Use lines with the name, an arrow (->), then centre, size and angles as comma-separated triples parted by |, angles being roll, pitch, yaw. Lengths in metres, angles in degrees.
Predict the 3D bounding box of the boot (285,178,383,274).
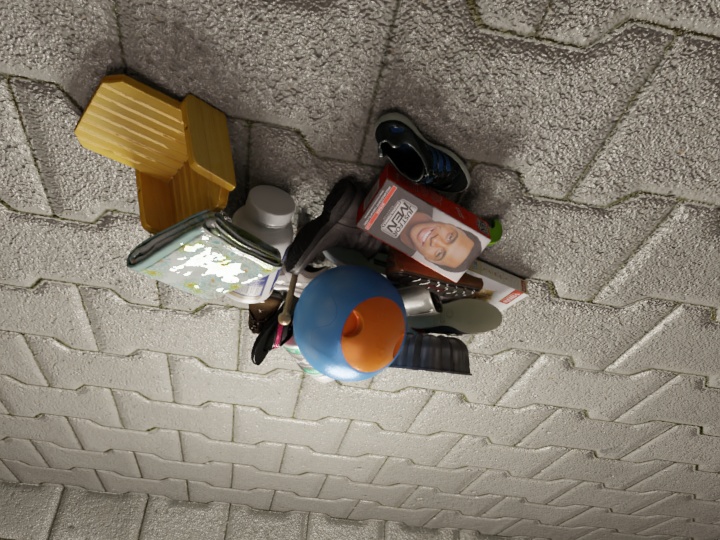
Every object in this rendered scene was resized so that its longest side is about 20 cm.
boot -> -0.030, -0.049, 1.110 | 0.131, 0.070, 0.200 | 30, 111, -31

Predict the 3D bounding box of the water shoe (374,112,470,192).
water shoe -> 0.093, -0.159, 0.986 | 0.199, 0.079, 0.071 | 30, 138, -32

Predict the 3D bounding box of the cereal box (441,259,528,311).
cereal box -> 0.216, 0.034, 1.285 | 0.199, 0.040, 0.144 | 21, 143, -23

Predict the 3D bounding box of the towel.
towel -> -0.247, -0.016, 1.027 | 0.199, 0.048, 0.171 | -21, 145, 30

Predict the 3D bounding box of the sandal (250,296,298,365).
sandal -> -0.161, 0.117, 1.326 | 0.045, 0.201, 0.075 | 35, 180, 16

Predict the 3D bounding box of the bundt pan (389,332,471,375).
bundt pan -> 0.130, 0.169, 1.305 | 0.200, 0.076, 0.202 | 6, 172, 1

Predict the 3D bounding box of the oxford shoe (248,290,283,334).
oxford shoe -> -0.201, 0.088, 1.329 | 0.072, 0.085, 0.200 | 9, 159, -1

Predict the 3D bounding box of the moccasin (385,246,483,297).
moccasin -> 0.135, 0.000, 1.145 | 0.200, 0.078, 0.074 | 14, 156, -20

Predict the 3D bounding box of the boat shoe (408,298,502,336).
boat shoe -> 0.191, 0.100, 1.290 | 0.199, 0.072, 0.063 | -4, 158, 24

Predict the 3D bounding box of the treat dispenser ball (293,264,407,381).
treat dispenser ball -> -0.018, 0.091, 1.113 | 0.199, 0.202, 0.201 | 3, 145, 2

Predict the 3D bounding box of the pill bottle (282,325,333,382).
pill bottle -> -0.106, 0.169, 1.448 | 0.112, 0.114, 0.200 | -7, 143, 16

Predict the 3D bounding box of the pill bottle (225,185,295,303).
pill bottle -> -0.182, -0.047, 1.131 | 0.110, 0.111, 0.201 | 15, 128, -15

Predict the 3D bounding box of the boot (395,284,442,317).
boot -> 0.064, 0.081, 1.267 | 0.199, 0.073, 0.182 | -14, 152, 12

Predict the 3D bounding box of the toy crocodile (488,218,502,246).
toy crocodile -> 0.151, -0.065, 1.136 | 0.198, 0.062, 0.068 | 3, 172, 11

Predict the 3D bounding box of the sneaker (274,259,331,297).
sneaker -> -0.151, -0.004, 1.265 | 0.199, 0.075, 0.082 | 16, 108, -6

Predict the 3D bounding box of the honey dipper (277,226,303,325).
honey dipper -> -0.118, 0.008, 1.141 | 0.038, 0.201, 0.038 | 8, 145, 6

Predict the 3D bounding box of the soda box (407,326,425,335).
soda box -> 0.051, 0.142, 1.439 | 0.199, 0.064, 0.069 | -7, 144, 16

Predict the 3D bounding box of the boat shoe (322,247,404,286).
boat shoe -> 0.000, 0.000, 1.232 | 0.199, 0.071, 0.091 | 21, 143, -24

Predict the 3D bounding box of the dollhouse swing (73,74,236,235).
dollhouse swing -> -0.320, -0.160, 0.965 | 0.175, 0.183, 0.200 | 7, 152, -41

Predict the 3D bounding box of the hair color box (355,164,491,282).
hair color box -> 0.102, -0.075, 1.040 | 0.199, 0.061, 0.102 | 27, 120, -14
